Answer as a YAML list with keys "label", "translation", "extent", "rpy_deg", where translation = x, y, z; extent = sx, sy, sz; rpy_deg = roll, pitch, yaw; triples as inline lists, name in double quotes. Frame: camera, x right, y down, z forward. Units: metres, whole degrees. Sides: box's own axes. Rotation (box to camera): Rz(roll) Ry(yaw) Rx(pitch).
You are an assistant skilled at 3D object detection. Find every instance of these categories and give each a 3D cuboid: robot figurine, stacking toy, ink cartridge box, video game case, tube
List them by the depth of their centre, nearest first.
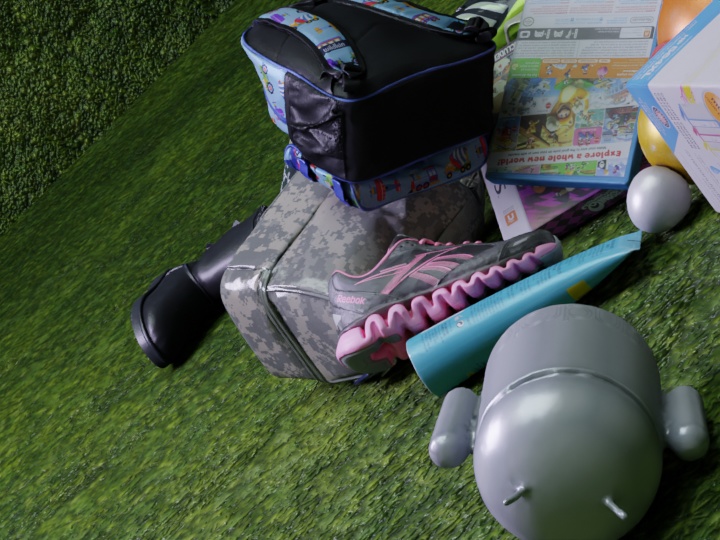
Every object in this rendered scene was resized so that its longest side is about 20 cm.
- label: "robot figurine"
  translation: [0.127, 0.095, 1.261]
  extent: [0.168, 0.114, 0.200]
  rpy_deg: [-6, 23, 9]
- label: "ink cartridge box"
  translation: [0.302, -0.121, 1.444]
  extent: [0.125, 0.129, 0.200]
  rpy_deg: [-41, 15, -9]
- label: "tube"
  translation: [0.130, 0.026, 1.591]
  extent: [0.199, 0.051, 0.077]
  rpy_deg: [-32, 10, 14]
- label: "stacking toy"
  translation: [0.259, -0.119, 1.600]
  extent: [0.201, 0.146, 0.146]
  rpy_deg: [-59, 20, -12]
- label: "video game case"
  translation: [0.186, -0.167, 1.725]
  extent: [0.142, 0.018, 0.202]
  rpy_deg: [5, 75, 38]
- label: "video game case"
  translation: [0.185, -0.136, 1.749]
  extent: [0.199, 0.036, 0.182]
  rpy_deg: [-31, 56, 25]

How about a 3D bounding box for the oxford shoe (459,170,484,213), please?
- label: "oxford shoe"
  translation: [0.069, -0.098, 1.925]
  extent: [0.075, 0.058, 0.201]
  rpy_deg: [-17, 60, -3]

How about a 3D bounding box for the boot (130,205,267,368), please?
- label: "boot"
  translation: [-0.159, 0.013, 2.257]
  extent: [0.162, 0.074, 0.199]
  rpy_deg: [-31, 16, 17]

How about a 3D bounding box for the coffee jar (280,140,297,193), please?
- label: "coffee jar"
  translation: [-0.034, -0.076, 1.989]
  extent: [0.105, 0.085, 0.201]
  rpy_deg: [-72, -5, -59]

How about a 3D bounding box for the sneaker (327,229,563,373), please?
- label: "sneaker"
  translation: [0.062, 0.002, 1.649]
  extent: [0.199, 0.079, 0.096]
  rpy_deg: [-23, 60, 2]

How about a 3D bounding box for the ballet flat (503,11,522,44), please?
- label: "ballet flat"
  translation: [0.138, -0.186, 1.865]
  extent: [0.200, 0.071, 0.067]
  rpy_deg: [-39, 16, 7]

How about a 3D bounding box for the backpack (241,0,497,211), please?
- label: "backpack"
  translation: [-0.002, -0.158, 1.766]
  extent: [0.182, 0.136, 0.200]
  rpy_deg: [-23, 35, -30]

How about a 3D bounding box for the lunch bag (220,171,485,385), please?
- label: "lunch bag"
  translation: [0.000, 0.000, 1.788]
  extent: [0.167, 0.140, 0.200]
  rpy_deg: [-2, 40, 44]

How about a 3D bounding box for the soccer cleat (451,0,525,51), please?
- label: "soccer cleat"
  translation: [0.102, -0.212, 1.916]
  extent: [0.199, 0.068, 0.081]
  rpy_deg: [-31, 42, -1]
